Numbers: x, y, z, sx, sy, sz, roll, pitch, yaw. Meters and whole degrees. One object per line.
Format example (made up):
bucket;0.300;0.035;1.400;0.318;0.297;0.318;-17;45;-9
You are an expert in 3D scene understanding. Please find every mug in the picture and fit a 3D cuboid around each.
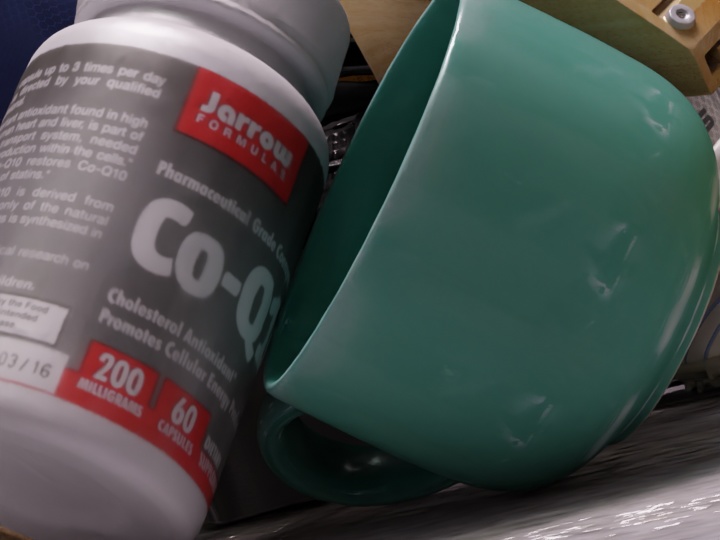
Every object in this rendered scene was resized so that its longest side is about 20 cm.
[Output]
mug;0.046;0.000;0.855;0.114;0.153;0.185;25;-21;-8

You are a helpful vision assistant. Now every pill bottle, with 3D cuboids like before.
pill bottle;-0.077;-0.014;0.872;0.113;0.201;0.114;16;-25;8

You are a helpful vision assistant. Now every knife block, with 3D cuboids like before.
knife block;0.044;-0.091;0.956;0.064;0.200;0.176;-46;-17;-34

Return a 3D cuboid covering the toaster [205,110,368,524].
toaster;0.000;0.000;1.023;0.180;0.119;0.200;-19;16;5

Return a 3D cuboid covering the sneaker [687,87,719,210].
sneaker;0.112;-0.086;1.025;0.074;0.088;0.200;-35;19;18

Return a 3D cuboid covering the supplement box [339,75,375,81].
supplement box;0.058;-0.130;1.115;0.200;0.069;0.067;-34;5;32

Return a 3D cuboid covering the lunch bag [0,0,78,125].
lunch bag;-0.147;-0.087;1.070;0.135;0.133;0.200;26;17;-8

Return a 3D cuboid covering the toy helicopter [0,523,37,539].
toy helicopter;-0.178;0.052;0.918;0.079;0.200;0.132;-59;-2;30

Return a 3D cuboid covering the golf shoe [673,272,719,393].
golf shoe;0.173;-0.010;0.995;0.199;0.098;0.078;-15;2;35
